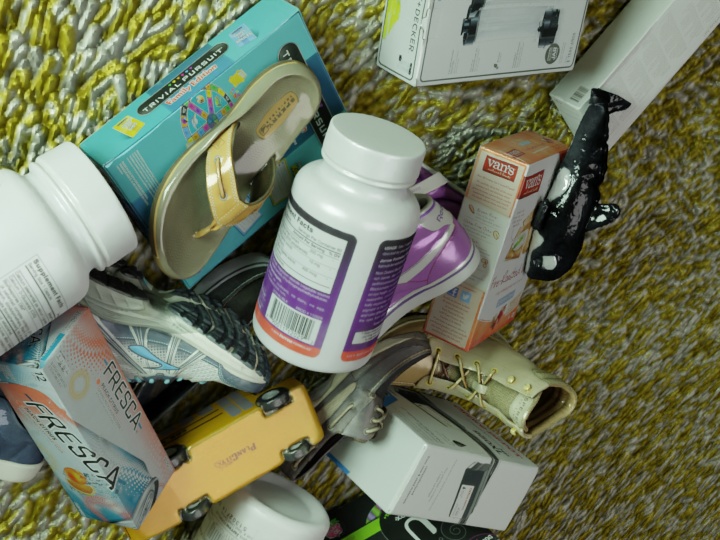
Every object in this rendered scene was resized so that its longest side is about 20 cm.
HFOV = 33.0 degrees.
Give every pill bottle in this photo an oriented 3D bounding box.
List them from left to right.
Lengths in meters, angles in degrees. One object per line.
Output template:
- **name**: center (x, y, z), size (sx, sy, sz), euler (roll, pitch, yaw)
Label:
- **pill bottle**: center (-0.270, -0.001, 0.881), size (0.200, 0.113, 0.114), euler (-36, 134, -18)
- **pill bottle**: center (-0.123, 0.306, 1.203), size (0.114, 0.114, 0.201), euler (19, 103, -45)
- **pill bottle**: center (-0.014, -0.025, 1.023), size (0.111, 0.111, 0.201), euler (-3, 124, -39)

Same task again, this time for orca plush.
- **orca plush**: center (0.232, -0.075, 1.216), size (0.201, 0.071, 0.105), euler (-65, 160, -1)

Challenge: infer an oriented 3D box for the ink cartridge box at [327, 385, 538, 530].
- **ink cartridge box**: center (0.068, 0.191, 1.271), size (0.199, 0.144, 0.085), euler (20, 102, -46)

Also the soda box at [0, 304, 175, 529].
- **soda box**: center (-0.221, 0.117, 0.973), size (0.069, 0.063, 0.201), euler (-60, 144, -38)

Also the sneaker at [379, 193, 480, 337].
- **sneaker**: center (0.000, -0.001, 1.130), size (0.200, 0.073, 0.114), euler (-36, 128, 10)

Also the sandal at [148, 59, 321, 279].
- **sandal**: center (-0.094, -0.077, 0.957), size (0.200, 0.054, 0.080), euler (-51, 137, -2)

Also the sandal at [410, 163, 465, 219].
- **sandal**: center (0.055, -0.064, 1.164), size (0.202, 0.050, 0.083), euler (10, 109, -46)

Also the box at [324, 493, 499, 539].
- **box**: center (0.029, 0.336, 1.327), size (0.199, 0.148, 0.125), euler (-24, 131, -28)

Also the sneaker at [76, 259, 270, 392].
- **sneaker**: center (-0.170, 0.058, 1.013), size (0.199, 0.078, 0.087), euler (28, 110, -17)

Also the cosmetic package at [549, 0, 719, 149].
- **cosmetic package**: center (0.288, -0.225, 1.262), size (0.200, 0.051, 0.083), euler (-48, 135, -5)

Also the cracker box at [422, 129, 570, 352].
- **cracker box**: center (0.138, -0.032, 1.218), size (0.134, 0.057, 0.201), euler (-25, 135, -59)

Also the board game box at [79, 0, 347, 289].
- **board game box**: center (-0.109, -0.105, 1.002), size (0.200, 0.047, 0.151), euler (-41, 136, -13)

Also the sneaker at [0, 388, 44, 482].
- **sneaker**: center (-0.317, 0.108, 0.943), size (0.200, 0.075, 0.085), euler (19, 105, -56)

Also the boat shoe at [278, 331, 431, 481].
- **boat shoe**: center (-0.006, 0.133, 1.180), size (0.200, 0.074, 0.074), euler (-37, 166, 14)

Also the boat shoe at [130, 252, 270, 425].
- **boat shoe**: center (-0.142, 0.066, 1.075), size (0.200, 0.057, 0.069), euler (-42, 136, -12)

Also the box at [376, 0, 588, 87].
- **box**: center (0.116, -0.237, 1.100), size (0.199, 0.060, 0.117), euler (-13, 124, -35)

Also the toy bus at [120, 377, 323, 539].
- **toy bus**: center (-0.137, 0.168, 1.113), size (0.199, 0.078, 0.065), euler (-29, 109, -19)

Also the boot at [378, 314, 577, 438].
- **boot**: center (0.112, 0.112, 1.249), size (0.199, 0.155, 0.073), euler (1, 116, -41)
